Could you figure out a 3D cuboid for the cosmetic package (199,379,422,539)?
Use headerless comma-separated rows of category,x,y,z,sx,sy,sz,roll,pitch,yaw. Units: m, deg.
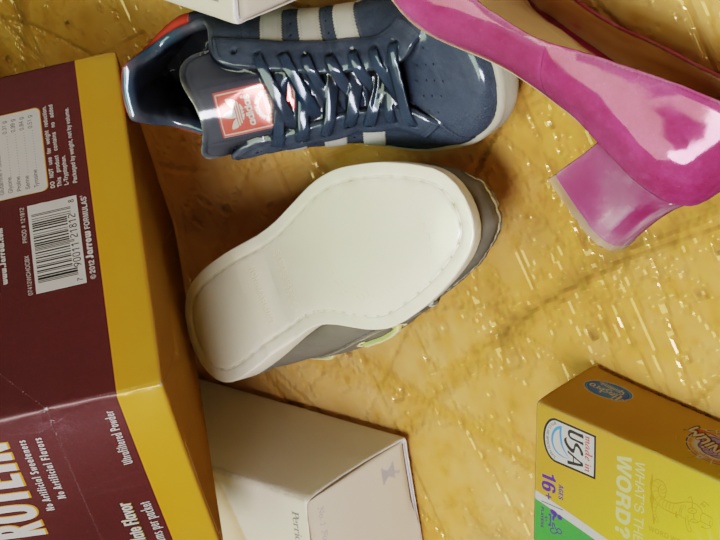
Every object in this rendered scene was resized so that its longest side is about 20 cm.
cosmetic package,-0.065,0.119,1.330,0.199,0.073,0.104,12,120,44

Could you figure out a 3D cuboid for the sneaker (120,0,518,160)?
sneaker,-0.024,-0.077,1.170,0.199,0.084,0.075,3,113,46

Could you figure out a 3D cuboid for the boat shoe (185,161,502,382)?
boat shoe,-0.001,-0.003,1.206,0.201,0.060,0.072,-27,79,49

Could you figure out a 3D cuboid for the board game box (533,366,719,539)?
board game box,0.160,0.144,1.128,0.199,0.040,0.154,22,125,38

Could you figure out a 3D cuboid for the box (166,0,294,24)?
box,-0.099,-0.183,1.198,0.199,0.078,0.095,23,126,37

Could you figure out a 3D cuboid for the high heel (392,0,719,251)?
high heel,0.076,-0.108,1.065,0.096,0.067,0.201,-41,77,43

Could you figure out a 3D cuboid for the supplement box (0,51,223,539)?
supplement box,-0.182,0.036,1.229,0.133,0.199,0.198,75,-178,-51
